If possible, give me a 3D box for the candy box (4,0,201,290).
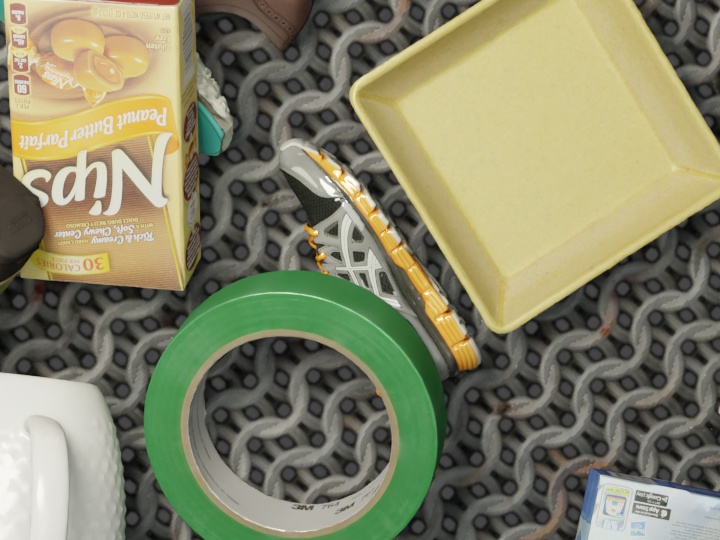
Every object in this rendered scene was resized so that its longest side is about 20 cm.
[{"bbox_3d":[-0.167,-0.091,1.688,0.115,0.055,0.201,5,115,9],"label":"candy box"}]

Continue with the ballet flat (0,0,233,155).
[{"bbox_3d":[-0.158,-0.158,1.725,0.200,0.072,0.072,34,91,-9],"label":"ballet flat"}]

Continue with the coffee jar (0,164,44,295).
[{"bbox_3d":[-0.290,0.020,1.676,0.085,0.104,0.200,41,111,0],"label":"coffee jar"}]

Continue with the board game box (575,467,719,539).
[{"bbox_3d":[0.238,0.254,1.799,0.199,0.043,0.200,12,93,-6],"label":"board game box"}]

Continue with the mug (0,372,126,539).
[{"bbox_3d":[-0.218,0.157,1.676,0.147,0.200,0.177,7,84,-16],"label":"mug"}]

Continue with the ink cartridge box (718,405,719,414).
[{"bbox_3d":[0.357,0.102,1.761,0.199,0.116,0.068,18,92,-5],"label":"ink cartridge box"}]

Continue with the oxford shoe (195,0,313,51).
[{"bbox_3d":[-0.124,-0.208,1.720,0.199,0.071,0.073,22,97,-7],"label":"oxford shoe"}]

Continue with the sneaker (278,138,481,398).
[{"bbox_3d":[0.000,0.000,1.745,0.077,0.078,0.200,-34,96,5],"label":"sneaker"}]

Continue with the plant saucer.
[{"bbox_3d":[0.122,-0.092,1.760,0.199,0.048,0.201,-32,96,-2],"label":"plant saucer"}]

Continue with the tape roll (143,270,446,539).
[{"bbox_3d":[-0.044,0.101,1.729,0.199,0.048,0.202,4,109,10],"label":"tape roll"}]
